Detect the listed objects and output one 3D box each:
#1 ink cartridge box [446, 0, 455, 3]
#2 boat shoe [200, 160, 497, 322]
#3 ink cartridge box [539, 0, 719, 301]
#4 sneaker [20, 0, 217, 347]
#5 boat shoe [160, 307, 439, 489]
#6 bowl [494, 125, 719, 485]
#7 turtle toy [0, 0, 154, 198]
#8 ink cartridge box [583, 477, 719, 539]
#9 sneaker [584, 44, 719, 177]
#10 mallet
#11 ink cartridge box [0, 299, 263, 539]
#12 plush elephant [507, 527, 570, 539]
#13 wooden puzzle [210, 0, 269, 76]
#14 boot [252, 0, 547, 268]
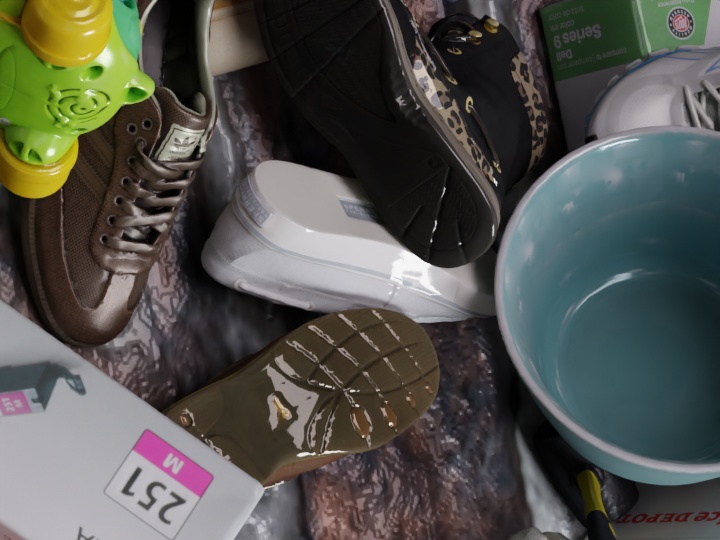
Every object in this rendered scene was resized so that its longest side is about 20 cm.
[{"bbox_3d":[0.027,-0.266,1.460,0.200,0.076,0.137,46,44,-26],"label":"ink cartridge box"},{"bbox_3d":[0.000,0.000,1.412,0.199,0.069,0.072,10,42,-49],"label":"boat shoe"},{"bbox_3d":[0.199,-0.073,1.588,0.145,0.087,0.202,-13,90,-41],"label":"ink cartridge box"},{"bbox_3d":[-0.111,-0.059,1.293,0.070,0.075,0.202,4,96,-42],"label":"sneaker"},{"bbox_3d":[-0.046,0.072,1.358,0.199,0.067,0.072,-24,93,-38],"label":"boat shoe"},{"bbox_3d":[0.166,0.035,1.445,0.199,0.105,0.202,1,62,-3],"label":"bowl"},{"bbox_3d":[-0.178,-0.134,1.226,0.199,0.146,0.101,30,56,2],"label":"turtle toy"},{"bbox_3d":[0.247,0.130,1.556,0.200,0.145,0.084,-42,113,-37],"label":"ink cartridge box"},{"bbox_3d":[0.219,-0.099,1.483,0.199,0.087,0.075,-20,95,-14],"label":"sneaker"},{"bbox_3d":[0.132,0.141,1.451,0.066,0.041,0.200,57,9,-21],"label":"mallet"},{"bbox_3d":[-0.170,0.112,1.209,0.199,0.044,0.174,35,57,-3],"label":"ink cartridge box"},{"bbox_3d":[0.066,0.199,1.370,0.155,0.165,0.200,-41,135,-7],"label":"plush elephant"},{"bbox_3d":[-0.108,-0.195,1.370,0.184,0.037,0.201,-20,96,-42],"label":"wooden puzzle"},{"bbox_3d":[0.027,-0.109,1.428,0.201,0.073,0.151,56,26,-4],"label":"boot"}]
